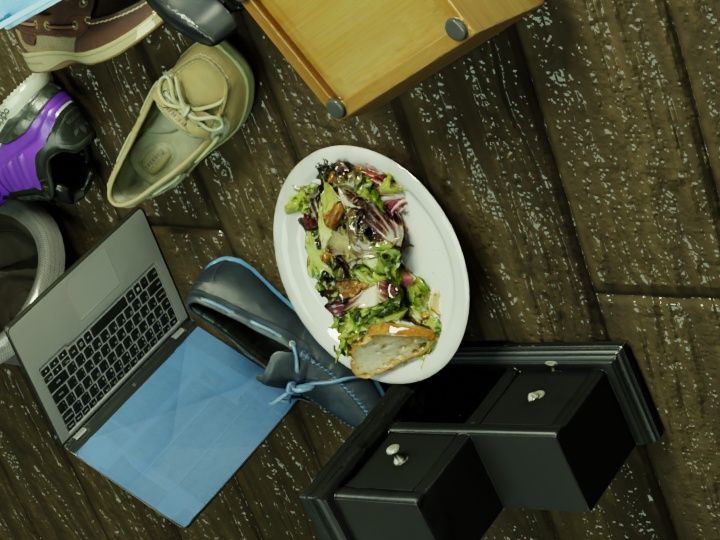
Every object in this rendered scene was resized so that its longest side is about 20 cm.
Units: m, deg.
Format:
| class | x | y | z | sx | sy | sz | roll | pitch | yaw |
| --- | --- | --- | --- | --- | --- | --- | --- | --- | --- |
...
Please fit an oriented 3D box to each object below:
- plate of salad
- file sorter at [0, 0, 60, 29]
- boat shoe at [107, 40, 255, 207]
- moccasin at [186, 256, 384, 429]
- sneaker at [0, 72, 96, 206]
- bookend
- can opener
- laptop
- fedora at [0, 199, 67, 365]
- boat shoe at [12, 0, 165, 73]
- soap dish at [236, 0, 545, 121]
| class | x | y | z | sx | sy | sz | roll | pitch | yaw |
| --- | --- | --- | --- | --- | --- | --- | --- | --- | --- |
| plate of salad | 0.000 | 0.000 | 1.511 | 0.200 | 0.048 | 0.201 | 20 | 122 | 35 |
| file sorter | -0.264 | -0.275 | 1.348 | 0.139 | 0.123 | 0.200 | -25 | 104 | 19 |
| boat shoe | -0.149 | -0.116 | 1.545 | 0.073 | 0.063 | 0.201 | 45 | 141 | -4 |
| moccasin | -0.069 | 0.077 | 1.648 | 0.200 | 0.068 | 0.081 | 38 | 141 | 6 |
| sneaker | -0.289 | -0.087 | 1.684 | 0.099 | 0.070 | 0.200 | 41 | 141 | -2 |
| bookend | 0.094 | 0.150 | 1.475 | 0.198 | 0.200 | 0.092 | -2 | 124 | 42 |
| can opener | -0.154 | -0.254 | 1.429 | 0.200 | 0.079 | 0.063 | 43 | 150 | 14 |
| laptop | -0.173 | 0.080 | 1.645 | 0.116 | 0.187 | 0.200 | 4 | 127 | 36 |
| fedora | -0.334 | 0.022 | 1.780 | 0.200 | 0.177 | 0.090 | 17 | 166 | 39 |
| boat shoe | -0.216 | -0.209 | 1.515 | 0.200 | 0.072 | 0.072 | -4 | 124 | 49 |
| soap dish | 0.010 | -0.199 | 1.324 | 0.157 | 0.081 | 0.200 | 51 | 141 | -10 |
